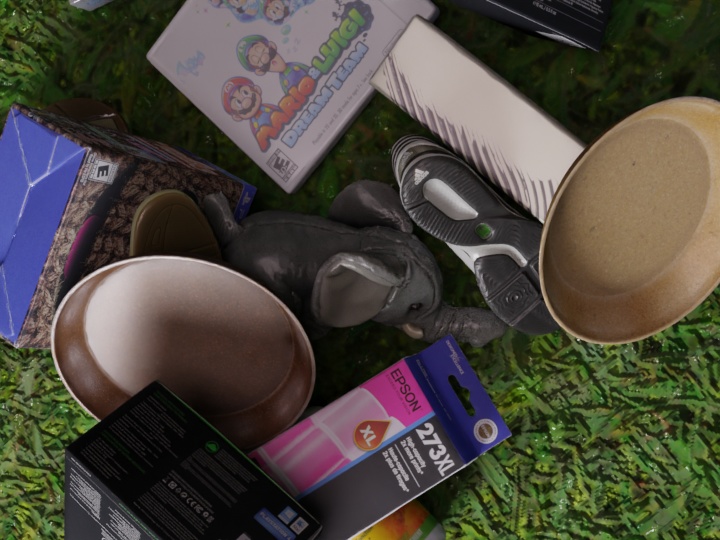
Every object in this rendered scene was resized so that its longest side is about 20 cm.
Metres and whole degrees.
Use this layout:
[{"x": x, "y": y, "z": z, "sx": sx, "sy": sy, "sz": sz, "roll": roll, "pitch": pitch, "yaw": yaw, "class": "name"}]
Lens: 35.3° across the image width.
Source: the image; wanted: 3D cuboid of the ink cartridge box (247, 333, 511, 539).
[{"x": 0.012, "y": 0.138, "z": 0.870, "sx": 0.198, "sy": 0.037, "sz": 0.095, "roll": -31, "pitch": 80, "yaw": -8, "class": "ink cartridge box"}]

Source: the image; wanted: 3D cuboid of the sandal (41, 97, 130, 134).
[{"x": -0.277, "y": -0.091, "z": 1.017, "sx": 0.199, "sy": 0.054, "sz": 0.083, "roll": -29, "pitch": 79, "yaw": 29, "class": "sandal"}]

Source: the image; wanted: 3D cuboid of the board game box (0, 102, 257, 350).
[{"x": -0.203, "y": -0.025, "z": 0.912, "sx": 0.096, "sy": 0.199, "sz": 0.161, "roll": 28, "pitch": 100, "yaw": 31, "class": "board game box"}]

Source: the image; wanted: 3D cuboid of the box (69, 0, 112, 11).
[{"x": -0.214, "y": -0.353, "z": 0.988, "sx": 0.154, "sy": 0.041, "sz": 0.203, "roll": -19, "pitch": 89, "yaw": 15, "class": "box"}]

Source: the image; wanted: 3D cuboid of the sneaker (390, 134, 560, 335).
[{"x": 0.098, "y": -0.041, "z": 0.909, "sx": 0.075, "sy": 0.116, "sz": 0.200, "roll": -40, "pitch": 117, "yaw": 11, "class": "sneaker"}]

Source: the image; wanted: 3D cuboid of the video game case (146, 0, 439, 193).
[{"x": -0.061, "y": -0.201, "z": 0.965, "sx": 0.182, "sy": 0.024, "sz": 0.201, "roll": 43, "pitch": 103, "yaw": 9, "class": "video game case"}]

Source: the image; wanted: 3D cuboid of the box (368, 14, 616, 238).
[{"x": 0.107, "y": -0.113, "z": 0.896, "sx": 0.199, "sy": 0.082, "sz": 0.069, "roll": 40, "pitch": 102, "yaw": 11, "class": "box"}]

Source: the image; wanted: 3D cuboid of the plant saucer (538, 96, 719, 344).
[{"x": 0.210, "y": -0.040, "z": 0.846, "sx": 0.201, "sy": 0.199, "sz": 0.035, "roll": -56, "pitch": 37, "yaw": 11, "class": "plant saucer"}]

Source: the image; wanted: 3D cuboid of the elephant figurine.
[{"x": 0.000, "y": 0.000, "z": 0.909, "sx": 0.197, "sy": 0.155, "sz": 0.144, "roll": -14, "pitch": 74, "yaw": 15, "class": "elephant figurine"}]

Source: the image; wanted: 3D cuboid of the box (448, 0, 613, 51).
[{"x": 0.113, "y": -0.258, "z": 0.822, "sx": 0.078, "sy": 0.198, "sz": 0.143, "roll": 26, "pitch": 102, "yaw": 43, "class": "box"}]

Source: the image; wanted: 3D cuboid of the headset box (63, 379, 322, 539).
[{"x": -0.133, "y": 0.217, "z": 0.846, "sx": 0.173, "sy": 0.093, "sz": 0.202, "roll": 37, "pitch": 138, "yaw": 20, "class": "headset box"}]

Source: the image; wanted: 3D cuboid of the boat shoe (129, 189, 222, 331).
[{"x": -0.143, "y": 0.018, "z": 0.895, "sx": 0.072, "sy": 0.063, "sz": 0.203, "roll": -26, "pitch": 130, "yaw": -15, "class": "boat shoe"}]

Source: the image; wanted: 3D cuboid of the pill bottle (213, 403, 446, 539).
[{"x": -0.035, "y": 0.185, "z": 0.934, "sx": 0.200, "sy": 0.111, "sz": 0.111, "roll": 44, "pitch": 102, "yaw": 8, "class": "pill bottle"}]

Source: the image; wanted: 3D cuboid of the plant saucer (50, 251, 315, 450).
[{"x": -0.130, "y": 0.059, "z": 0.847, "sx": 0.197, "sy": 0.035, "sz": 0.202, "roll": 3, "pitch": 129, "yaw": 4, "class": "plant saucer"}]
